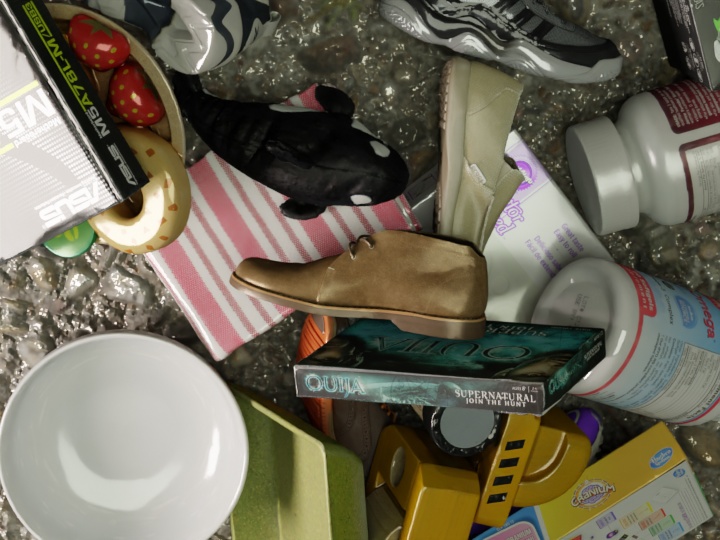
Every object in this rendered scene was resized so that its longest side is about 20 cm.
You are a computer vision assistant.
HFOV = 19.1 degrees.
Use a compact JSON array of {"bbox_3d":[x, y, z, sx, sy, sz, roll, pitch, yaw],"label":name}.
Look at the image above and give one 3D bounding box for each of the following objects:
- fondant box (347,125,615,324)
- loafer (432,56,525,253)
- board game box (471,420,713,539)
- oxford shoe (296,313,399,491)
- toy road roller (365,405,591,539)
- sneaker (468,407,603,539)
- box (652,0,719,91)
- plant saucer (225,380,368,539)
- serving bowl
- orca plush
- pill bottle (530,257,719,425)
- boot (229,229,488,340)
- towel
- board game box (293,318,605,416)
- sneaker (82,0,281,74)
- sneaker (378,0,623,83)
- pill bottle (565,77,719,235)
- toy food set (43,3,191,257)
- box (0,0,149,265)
[{"bbox_3d":[0.082,-0.005,1.727,0.200,0.058,0.144,-38,106,2],"label":"fondant box"},{"bbox_3d":[0.092,-0.063,1.645,0.068,0.076,0.200,2,103,-1],"label":"loafer"},{"bbox_3d":[0.188,0.217,1.763,0.200,0.040,0.153,-32,150,1],"label":"board game box"},{"bbox_3d":[-0.008,0.110,1.737,0.073,0.071,0.200,-11,123,-14],"label":"oxford shoe"},{"bbox_3d":[0.092,0.161,1.682,0.146,0.123,0.200,14,102,-18],"label":"toy road roller"},{"bbox_3d":[0.107,0.167,1.771,0.200,0.070,0.100,-40,104,3],"label":"sneaker"},{"bbox_3d":[0.332,-0.246,1.662,0.200,0.124,0.149,-18,107,-4],"label":"box"},{"bbox_3d":[-0.045,0.200,1.703,0.048,0.200,0.200,-12,107,-25],"label":"plant saucer"},{"bbox_3d":[-0.190,0.137,1.720,0.200,0.066,0.201,-1,105,-4],"label":"serving bowl"},{"bbox_3d":[-0.060,-0.107,1.638,0.200,0.071,0.105,37,92,8],"label":"orca plush"},{"bbox_3d":[0.240,0.064,1.715,0.200,0.109,0.109,17,103,-39],"label":"pill bottle"},{"bbox_3d":[0.000,0.000,1.616,0.200,0.074,0.076,7,102,11],"label":"boot"},{"bbox_3d":[-0.070,-0.039,1.686,0.200,0.030,0.146,-33,82,5],"label":"towel"},{"bbox_3d":[0.068,0.068,1.601,0.200,0.135,0.028,3,107,25],"label":"board game box"},{"bbox_3d":[-0.141,-0.234,1.631,0.199,0.130,0.080,38,123,22],"label":"sneaker"},{"bbox_3d":[0.122,-0.219,1.664,0.200,0.075,0.114,15,105,-9],"label":"sneaker"},{"bbox_3d":[0.271,-0.099,1.699,0.200,0.110,0.110,-16,107,-4],"label":"pill bottle"},{"bbox_3d":[-0.223,-0.104,1.621,0.198,0.049,0.200,-1,113,27],"label":"toy food set"},{"bbox_3d":[-0.283,-0.105,1.594,0.200,0.048,0.193,-23,99,34],"label":"box"}]
